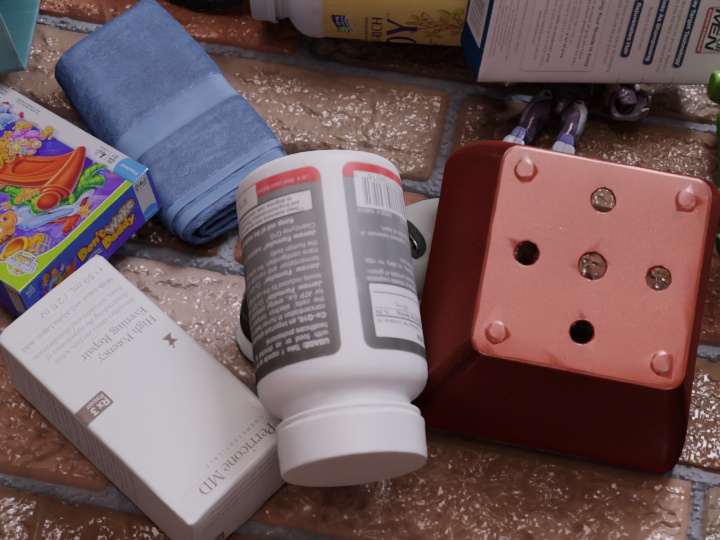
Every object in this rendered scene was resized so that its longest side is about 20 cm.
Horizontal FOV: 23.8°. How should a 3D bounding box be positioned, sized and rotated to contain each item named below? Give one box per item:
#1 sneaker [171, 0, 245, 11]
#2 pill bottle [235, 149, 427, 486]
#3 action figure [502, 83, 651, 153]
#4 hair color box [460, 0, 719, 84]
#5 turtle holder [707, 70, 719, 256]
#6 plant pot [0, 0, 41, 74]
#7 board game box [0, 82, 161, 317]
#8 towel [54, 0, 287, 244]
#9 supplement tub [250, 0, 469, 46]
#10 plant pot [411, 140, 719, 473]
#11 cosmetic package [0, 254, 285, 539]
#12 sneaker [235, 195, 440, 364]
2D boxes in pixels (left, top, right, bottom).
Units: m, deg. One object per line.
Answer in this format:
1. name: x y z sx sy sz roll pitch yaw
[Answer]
1. sneaker: -0.169 -0.280 1.407 0.199 0.074 0.080 24 59 13
2. pill bottle: -0.017 0.033 1.117 0.113 0.114 0.202 -6 72 -4
3. action figure: 0.155 -0.126 1.321 0.129 0.070 0.201 16 56 15
4. hair color box: 0.182 -0.197 1.280 0.198 0.101 0.061 0 39 -14
5. turtle holder: 0.321 -0.075 1.265 0.131 0.186 0.142 1 90 0
6. plant pot: -0.368 -0.221 1.316 0.198 0.142 0.142 -14 36 7
7. board game box: -0.266 -0.059 1.265 0.199 0.045 0.135 29 62 28
8. towel: -0.145 -0.113 1.318 0.111 0.049 0.200 -33 65 -15
9. supplement tub: 0.017 -0.254 1.351 0.198 0.146 0.146 4 58 2
10. plant pot: 0.143 0.012 1.131 0.198 0.176 0.202 11 79 2
11. cosmetic package: -0.147 0.093 1.178 0.200 0.074 0.102 38 65 21
12. sneaker: 0.000 0.000 1.234 0.199 0.080 0.074 -30 61 -19
